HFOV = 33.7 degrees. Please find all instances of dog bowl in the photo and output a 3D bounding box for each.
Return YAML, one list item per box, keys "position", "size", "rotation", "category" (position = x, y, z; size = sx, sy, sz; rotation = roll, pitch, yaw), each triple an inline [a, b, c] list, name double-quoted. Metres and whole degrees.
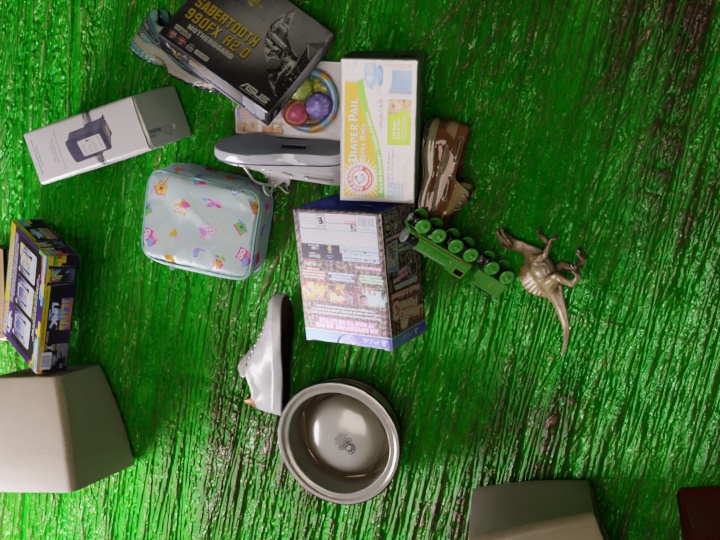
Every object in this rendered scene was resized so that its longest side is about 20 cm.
- position: [-0.025, 0.255, 1.848]
  size: [0.198, 0.074, 0.203]
  rotation: [5, 106, 16]
  category: "dog bowl"

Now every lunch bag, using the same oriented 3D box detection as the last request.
- position: [-0.237, -0.072, 1.823]
  size: [0.198, 0.077, 0.162]
  rotation: [13, 110, 14]
  category: "lunch bag"

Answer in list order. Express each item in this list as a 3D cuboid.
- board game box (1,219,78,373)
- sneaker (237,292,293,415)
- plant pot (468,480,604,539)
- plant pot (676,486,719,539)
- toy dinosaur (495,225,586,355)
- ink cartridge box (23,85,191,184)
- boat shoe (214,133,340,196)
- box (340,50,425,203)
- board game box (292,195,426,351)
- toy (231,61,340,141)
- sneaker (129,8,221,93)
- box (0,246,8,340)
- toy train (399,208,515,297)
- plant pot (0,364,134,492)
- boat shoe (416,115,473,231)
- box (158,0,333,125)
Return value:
- position: [-0.516, 0.039, 1.911]
  size: [0.165, 0.056, 0.202]
  rotation: [35, 120, 49]
  category: "board game box"
- position: [-0.152, 0.128, 1.853]
  size: [0.084, 0.073, 0.202]
  rotation: [10, 109, 12]
  category: "sneaker"
- position: [0.276, 0.414, 1.732]
  size: [0.175, 0.200, 0.202]
  rotation: [-21, 98, 11]
  category: "plant pot"
- position: [0.548, 0.428, 1.654]
  size: [0.198, 0.176, 0.202]
  rotation: [-7, 103, 19]
  category: "plant pot"
- position: [0.275, 0.010, 1.702]
  size: [0.101, 0.058, 0.201]
  rotation: [-35, 84, 38]
  category: "toy dinosaur"
- position: [-0.378, -0.206, 1.794]
  size: [0.198, 0.145, 0.085]
  rotation: [-14, 100, 21]
  category: "ink cartridge box"
- position: [-0.118, -0.150, 1.771]
  size: [0.199, 0.075, 0.087]
  rotation: [3, 123, 6]
  category: "boat shoe"
- position: [0.031, -0.203, 1.678]
  size: [0.111, 0.101, 0.203]
  rotation: [2, 106, 8]
  category: "box"
- position: [0.000, 0.000, 1.732]
  size: [0.158, 0.097, 0.203]
  rotation: [6, 108, 35]
  category: "board game box"
- position: [-0.097, -0.248, 1.744]
  size: [0.198, 0.047, 0.117]
  rotation: [7, 109, 17]
  category: "toy"
- position: [-0.252, -0.323, 1.746]
  size: [0.199, 0.077, 0.087]
  rotation: [30, 103, 21]
  category: "sneaker"
- position: [-0.685, 0.027, 2.026]
  size: [0.198, 0.021, 0.166]
  rotation: [8, 107, 16]
  category: "box"
- position: [0.136, -0.022, 1.691]
  size: [0.199, 0.042, 0.056]
  rotation: [29, 117, -26]
  category: "toy train"
- position: [-0.509, 0.251, 1.948]
  size: [0.197, 0.200, 0.179]
  rotation: [-3, 94, 18]
  category: "plant pot"
- position: [0.123, -0.116, 1.696]
  size: [0.073, 0.076, 0.202]
  rotation: [5, 107, 13]
  category: "boat shoe"
- position: [-0.162, -0.327, 1.696]
  size: [0.199, 0.048, 0.159]
  rotation: [37, 74, 5]
  category: "box"
